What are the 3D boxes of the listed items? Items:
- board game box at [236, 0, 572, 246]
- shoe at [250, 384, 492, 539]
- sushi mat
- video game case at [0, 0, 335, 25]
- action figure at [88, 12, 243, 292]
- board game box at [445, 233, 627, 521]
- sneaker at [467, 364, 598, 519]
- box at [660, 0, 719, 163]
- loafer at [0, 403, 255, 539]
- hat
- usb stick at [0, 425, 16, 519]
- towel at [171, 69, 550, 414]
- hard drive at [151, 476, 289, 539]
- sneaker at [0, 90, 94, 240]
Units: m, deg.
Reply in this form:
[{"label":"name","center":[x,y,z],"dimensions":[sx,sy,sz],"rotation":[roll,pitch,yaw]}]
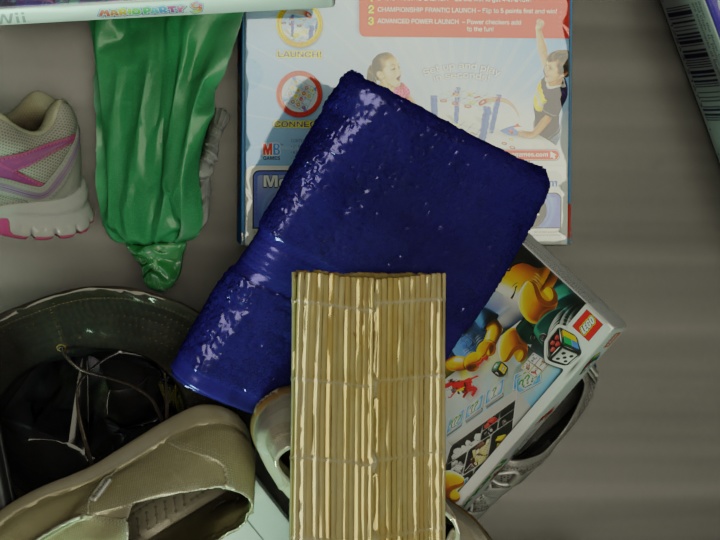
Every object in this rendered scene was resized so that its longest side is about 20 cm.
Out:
[{"label":"board game box","center":[0.025,-0.113,1.339],"dimensions":[0.199,0.056,0.197],"rotation":[0,93,-7]},{"label":"shoe","center":[0.014,0.143,1.244],"dimensions":[0.070,0.053,0.200],"rotation":[-46,113,5]},{"label":"sushi mat","center":[0.004,0.099,1.197],"dimensions":[0.095,0.012,0.201],"rotation":[3,85,-31]},{"label":"video game case","center":[-0.117,-0.202,1.280],"dimensions":[0.199,0.018,0.144],"rotation":[-3,54,0]},{"label":"action figure","center":[-0.117,-0.088,1.309],"dimensions":[0.118,0.055,0.201],"rotation":[2,89,25]},{"label":"board game box","center":[0.043,0.064,1.302],"dimensions":[0.126,0.035,0.200],"rotation":[43,104,15]},{"label":"sneaker","center":[0.063,0.109,1.345],"dimensions":[0.075,0.082,0.200],"rotation":[44,88,-8]},{"label":"box","center":[0.309,-0.127,1.350],"dimensions":[0.199,0.105,0.184],"rotation":[-23,97,-6]},{"label":"loafer","center":[-0.142,0.151,1.246],"dimensions":[0.200,0.068,0.076],"rotation":[-36,129,-2]},{"label":"hat","center":[-0.161,0.077,1.309],"dimensions":[0.200,0.081,0.201],"rotation":[-4,119,-7]},{"label":"usb stick","center":[-0.219,0.162,1.283],"dimensions":[0.055,0.033,0.201],"rotation":[-3,121,4]},{"label":"towel","center":[0.000,0.000,1.246],"dimensions":[0.147,0.050,0.200],"rotation":[26,102,-26]},{"label":"hard drive","center":[-0.115,0.216,1.326],"dimensions":[0.200,0.027,0.132],"rotation":[-37,133,-3]},{"label":"sneaker","center":[-0.243,-0.062,1.264],"dimensions":[0.200,0.081,0.089],"rotation":[-9,111,-39]}]
